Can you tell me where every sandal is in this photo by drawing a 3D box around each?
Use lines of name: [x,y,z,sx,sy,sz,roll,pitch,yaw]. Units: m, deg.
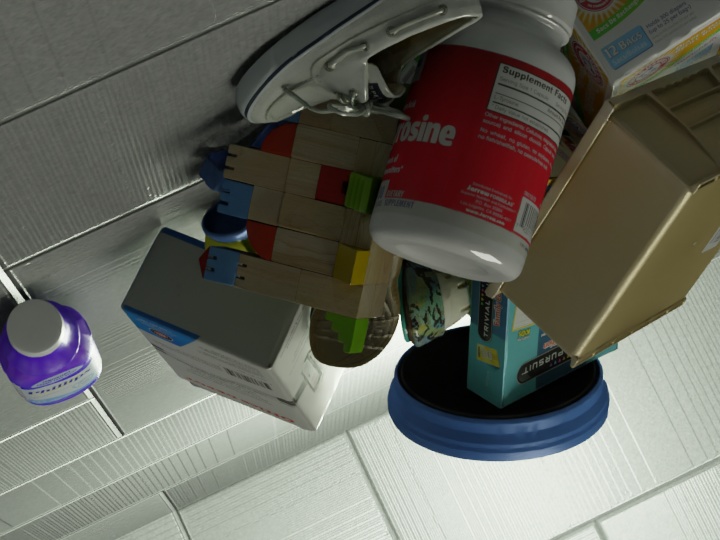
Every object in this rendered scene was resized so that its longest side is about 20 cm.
sandal: [-0.045,-0.085,1.542,0.200,0.079,0.087,-36,130,-9]

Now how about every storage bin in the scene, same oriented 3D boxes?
storage bin: [0.226,-0.050,1.541,0.198,0.094,0.200,-25,152,-47]

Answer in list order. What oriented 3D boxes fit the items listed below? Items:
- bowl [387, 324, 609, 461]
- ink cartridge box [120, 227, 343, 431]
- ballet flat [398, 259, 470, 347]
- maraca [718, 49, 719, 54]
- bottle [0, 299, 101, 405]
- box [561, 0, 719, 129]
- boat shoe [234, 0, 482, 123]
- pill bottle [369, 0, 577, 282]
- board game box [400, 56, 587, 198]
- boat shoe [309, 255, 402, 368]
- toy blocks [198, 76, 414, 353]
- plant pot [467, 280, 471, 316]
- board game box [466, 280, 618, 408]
bowl: [0.123,0.104,1.795,0.199,0.040,0.201,-2,-155,1]
ink cartridge box: [-0.104,0.055,1.741,0.085,0.145,0.200,-65,164,-14]
ballet flat: [0.063,0.019,1.730,0.074,0.075,0.200,-27,-170,4]
maraca: [0.294,-0.191,1.754,0.200,0.107,0.137,-52,166,12]
bottle: [-0.273,0.068,1.749,0.083,0.066,0.200,-23,169,-9]
box: [0.203,-0.185,1.525,0.112,0.102,0.200,-32,170,-3]
boat shoe: [0.004,-0.136,1.361,0.201,0.086,0.074,-32,168,27]
pill bottle: [0.084,-0.101,1.396,0.112,0.201,0.112,16,171,3]
board game box: [0.122,-0.110,1.578,0.040,0.153,0.200,-50,160,22]
boat shoe: [-0.001,0.000,1.633,0.071,0.066,0.201,5,139,-6]
toy blocks: [-0.040,-0.055,1.457,0.136,0.201,0.100,14,-174,21]
plant pot: [0.152,-0.075,1.828,0.200,0.187,0.187,-37,172,-12]
board game box: [0.162,-0.001,1.725,0.151,0.047,0.201,-23,127,-36]
